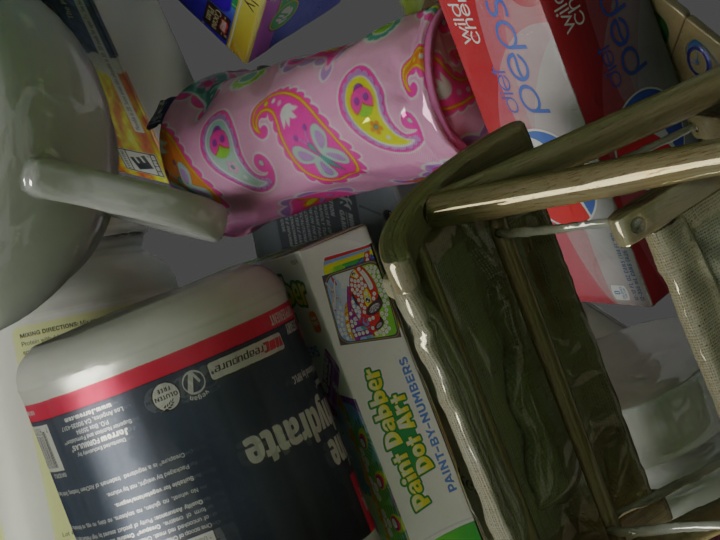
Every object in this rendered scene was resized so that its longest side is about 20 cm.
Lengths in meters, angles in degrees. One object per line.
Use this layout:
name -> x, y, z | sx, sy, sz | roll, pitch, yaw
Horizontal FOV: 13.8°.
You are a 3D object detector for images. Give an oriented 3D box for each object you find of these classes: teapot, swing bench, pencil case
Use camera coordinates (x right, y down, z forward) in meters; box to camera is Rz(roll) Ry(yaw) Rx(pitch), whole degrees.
teapot -> -0.184, -0.051, 1.434 | 0.197, 0.146, 0.201 | -39, 60, 25
swing bench -> 0.132, 0.034, 1.234 | 0.199, 0.130, 0.200 | -17, 111, 11
pencil case -> -0.009, -0.073, 1.408 | 0.199, 0.087, 0.088 | -12, 110, 46

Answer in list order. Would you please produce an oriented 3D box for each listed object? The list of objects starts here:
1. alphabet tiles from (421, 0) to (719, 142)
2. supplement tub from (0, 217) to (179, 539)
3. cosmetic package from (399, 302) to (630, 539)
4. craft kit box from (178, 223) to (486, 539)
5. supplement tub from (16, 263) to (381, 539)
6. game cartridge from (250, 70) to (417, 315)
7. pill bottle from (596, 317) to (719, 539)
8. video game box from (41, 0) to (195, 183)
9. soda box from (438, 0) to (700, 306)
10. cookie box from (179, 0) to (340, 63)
alphabet tiles -> 0.091, -0.080, 1.382 | 0.167, 0.008, 0.201 | 41, 145, 20
supplement tub -> -0.155, 0.072, 1.561 | 0.145, 0.144, 0.202 | -15, 87, 56
cosmetic package -> 0.076, 0.096, 1.502 | 0.103, 0.073, 0.201 | 33, 142, 31
craft kit box -> -0.015, 0.085, 1.522 | 0.200, 0.048, 0.199 | -17, 92, 67
supplement tub -> -0.072, 0.110, 1.436 | 0.140, 0.140, 0.201 | -17, 95, 56
game cartridge -> 0.000, 0.000, 1.545 | 0.133, 0.040, 0.201 | 27, 139, 41
pill bottle -> 0.160, 0.130, 1.391 | 0.109, 0.109, 0.201 | 3, 122, 50
video game box -> -0.183, -0.141, 1.492 | 0.181, 0.047, 0.201 | 16, 146, 34
soda box -> 0.093, -0.086, 1.310 | 0.070, 0.063, 0.201 | 3, 122, 50
cookie box -> -0.082, -0.227, 1.404 | 0.200, 0.075, 0.172 | 44, 147, 15
